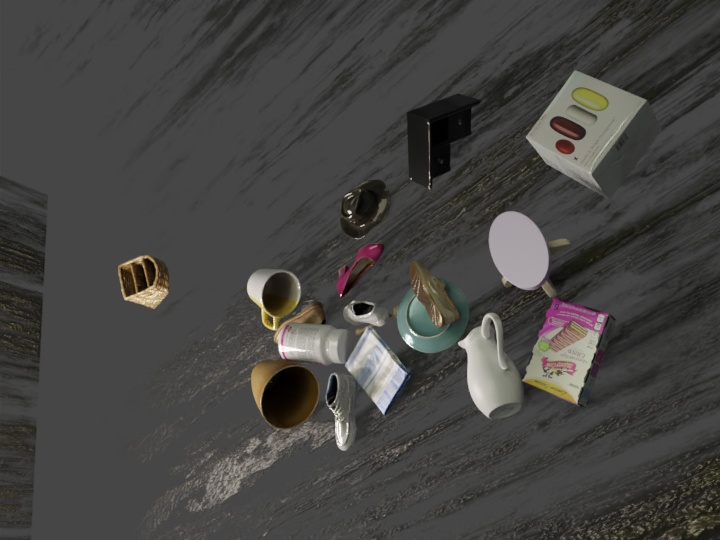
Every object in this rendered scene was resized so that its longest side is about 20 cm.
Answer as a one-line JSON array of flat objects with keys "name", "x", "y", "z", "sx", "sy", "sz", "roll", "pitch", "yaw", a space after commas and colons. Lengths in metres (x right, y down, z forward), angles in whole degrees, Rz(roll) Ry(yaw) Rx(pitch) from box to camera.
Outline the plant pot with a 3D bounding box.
[{"name": "plant pot", "x": -0.247, "y": 0.340, "z": 1.762, "sx": 0.199, "sy": 0.185, "sz": 0.189, "roll": 19, "pitch": 85, "yaw": 56}]

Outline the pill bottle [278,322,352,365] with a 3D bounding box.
[{"name": "pill bottle", "x": -0.129, "y": 0.213, "z": 1.728, "sx": 0.197, "sy": 0.113, "sz": 0.116, "roll": 1, "pitch": 72, "yaw": 28}]

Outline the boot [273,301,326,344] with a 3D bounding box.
[{"name": "boot", "x": -0.188, "y": 0.182, "z": 1.839, "sx": 0.199, "sy": 0.073, "sz": 0.076, "roll": -37, "pitch": 62, "yaw": 20}]

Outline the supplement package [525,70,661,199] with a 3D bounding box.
[{"name": "supplement package", "x": 0.533, "y": -0.313, "z": 1.371, "sx": 0.193, "sy": 0.146, "sz": 0.200, "roll": -54, "pitch": 49, "yaw": 9}]

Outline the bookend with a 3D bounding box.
[{"name": "bookend", "x": 0.233, "y": -0.363, "z": 1.669, "sx": 0.092, "sy": 0.197, "sz": 0.203, "roll": 33, "pitch": 138, "yaw": 43}]

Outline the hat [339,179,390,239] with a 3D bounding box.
[{"name": "hat", "x": -0.008, "y": -0.204, "z": 1.832, "sx": 0.198, "sy": 0.080, "sz": 0.204, "roll": -18, "pitch": 61, "yaw": 34}]

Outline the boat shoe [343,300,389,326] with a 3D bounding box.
[{"name": "boat shoe", "x": 0.000, "y": 0.115, "z": 1.677, "sx": 0.073, "sy": 0.068, "sz": 0.199, "roll": -58, "pitch": 29, "yaw": -12}]

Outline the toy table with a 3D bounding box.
[{"name": "toy table", "x": 0.392, "y": -0.034, "z": 1.397, "sx": 0.182, "sy": 0.116, "sz": 0.203, "roll": -26, "pitch": 58, "yaw": 29}]

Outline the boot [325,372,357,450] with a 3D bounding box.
[{"name": "boot", "x": -0.060, "y": 0.382, "z": 1.625, "sx": 0.073, "sy": 0.095, "sz": 0.204, "roll": -15, "pitch": 63, "yaw": 35}]

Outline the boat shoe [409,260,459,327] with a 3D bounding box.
[{"name": "boat shoe", "x": 0.187, "y": 0.055, "z": 1.523, "sx": 0.073, "sy": 0.064, "sz": 0.202, "roll": 101, "pitch": 150, "yaw": -47}]

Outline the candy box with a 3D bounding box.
[{"name": "candy box", "x": 0.453, "y": 0.175, "z": 1.298, "sx": 0.135, "sy": 0.061, "sz": 0.203, "roll": 17, "pitch": 84, "yaw": 42}]

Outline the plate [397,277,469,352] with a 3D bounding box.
[{"name": "plate", "x": 0.184, "y": 0.112, "z": 1.548, "sx": 0.197, "sy": 0.026, "sz": 0.204, "roll": -11, "pitch": 64, "yaw": 23}]

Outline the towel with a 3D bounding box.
[{"name": "towel", "x": 0.042, "y": 0.268, "z": 1.614, "sx": 0.200, "sy": 0.024, "sz": 0.148, "roll": 46, "pitch": 114, "yaw": 38}]

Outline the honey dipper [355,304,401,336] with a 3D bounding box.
[{"name": "honey dipper", "x": 0.060, "y": 0.140, "z": 1.664, "sx": 0.198, "sy": 0.038, "sz": 0.039, "roll": -28, "pitch": 56, "yaw": 31}]

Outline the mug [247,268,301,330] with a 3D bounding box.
[{"name": "mug", "x": -0.300, "y": 0.077, "z": 1.929, "sx": 0.152, "sy": 0.149, "sz": 0.189, "roll": 16, "pitch": 76, "yaw": 50}]

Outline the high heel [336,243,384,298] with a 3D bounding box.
[{"name": "high heel", "x": 0.000, "y": 0.000, "z": 1.744, "sx": 0.199, "sy": 0.067, "sz": 0.097, "roll": -32, "pitch": 44, "yaw": 33}]

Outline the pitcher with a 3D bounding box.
[{"name": "pitcher", "x": 0.301, "y": 0.214, "z": 1.349, "sx": 0.173, "sy": 0.119, "sz": 0.202, "roll": 102, "pitch": 159, "yaw": -51}]

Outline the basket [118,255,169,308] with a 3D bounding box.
[{"name": "basket", "x": -0.880, "y": 0.029, "z": 2.432, "sx": 0.143, "sy": 0.148, "sz": 0.202, "roll": -42, "pitch": 50, "yaw": 18}]
